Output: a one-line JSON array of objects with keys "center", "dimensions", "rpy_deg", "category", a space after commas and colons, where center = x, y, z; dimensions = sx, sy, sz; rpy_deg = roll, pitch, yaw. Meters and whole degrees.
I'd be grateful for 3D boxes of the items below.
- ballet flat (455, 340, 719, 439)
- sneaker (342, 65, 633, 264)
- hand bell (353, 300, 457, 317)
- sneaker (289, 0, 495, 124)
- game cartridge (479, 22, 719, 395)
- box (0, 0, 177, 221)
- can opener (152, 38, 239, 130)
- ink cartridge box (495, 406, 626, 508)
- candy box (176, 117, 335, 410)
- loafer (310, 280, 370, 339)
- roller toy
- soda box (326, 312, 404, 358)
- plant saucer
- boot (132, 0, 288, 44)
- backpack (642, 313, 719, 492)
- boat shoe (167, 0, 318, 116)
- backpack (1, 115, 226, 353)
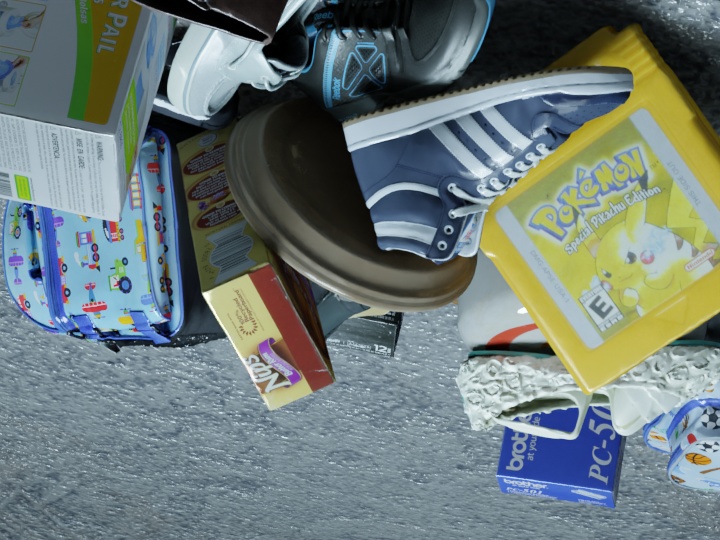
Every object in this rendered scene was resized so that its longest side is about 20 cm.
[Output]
[{"center": [0.169, 0.091, 1.417], "dimensions": [0.200, 0.072, 0.072], "rpy_deg": [-3, 150, 14], "category": "ballet flat"}, {"center": [0.090, -0.067, 1.270], "dimensions": [0.200, 0.109, 0.070], "rpy_deg": [-11, 178, 24], "category": "sneaker"}, {"center": [0.052, 0.012, 1.616], "dimensions": [0.200, 0.104, 0.104], "rpy_deg": [5, 158, -24], "category": "hand bell"}, {"center": [0.013, -0.154, 1.303], "dimensions": [0.082, 0.073, 0.200], "rpy_deg": [29, 149, -25], "category": "sneaker"}, {"center": [0.165, -0.043, 1.308], "dimensions": [0.176, 0.032, 0.200], "rpy_deg": [-36, 91, 22], "category": "game cartridge"}, {"center": [-0.180, -0.152, 1.253], "dimensions": [0.101, 0.200, 0.113], "rpy_deg": [12, 152, 1], "category": "box"}, {"center": [-0.179, -0.151, 1.405], "dimensions": [0.200, 0.063, 0.079], "rpy_deg": [20, 149, -14], "category": "can opener"}, {"center": [0.172, 0.083, 1.550], "dimensions": [0.094, 0.200, 0.044], "rpy_deg": [6, 157, 13], "category": "ink cartridge box"}, {"center": [-0.077, -0.009, 1.394], "dimensions": [0.056, 0.200, 0.117], "rpy_deg": [-24, 125, 4], "category": "candy box"}, {"center": [0.000, 0.000, 1.487], "dimensions": [0.070, 0.201, 0.068], "rpy_deg": [41, -172, 23], "category": "loafer"}, {"center": [0.167, -0.007, 1.447], "dimensions": [0.200, 0.140, 0.182], "rpy_deg": [-7, 157, 26], "category": "roller toy"}, {"center": [-0.060, 0.016, 1.680], "dimensions": [0.200, 0.063, 0.071], "rpy_deg": [11, 153, 4], "category": "soda box"}, {"center": [0.000, -0.054, 1.364], "dimensions": [0.200, 0.200, 0.029], "rpy_deg": [22, 127, -17], "category": "plant saucer"}, {"center": [-0.034, -0.197, 1.132], "dimensions": [0.200, 0.167, 0.072], "rpy_deg": [18, 154, -9], "category": "boot"}, {"center": [0.320, 0.105, 1.600], "dimensions": [0.200, 0.154, 0.191], "rpy_deg": [12, 164, -4], "category": "backpack"}, {"center": [-0.068, -0.155, 1.294], "dimensions": [0.072, 0.070, 0.201], "rpy_deg": [43, 139, 6], "category": "boat shoe"}, {"center": [-0.203, -0.027, 1.527], "dimensions": [0.200, 0.183, 0.134], "rpy_deg": [-1, -177, 32], "category": "backpack"}]
